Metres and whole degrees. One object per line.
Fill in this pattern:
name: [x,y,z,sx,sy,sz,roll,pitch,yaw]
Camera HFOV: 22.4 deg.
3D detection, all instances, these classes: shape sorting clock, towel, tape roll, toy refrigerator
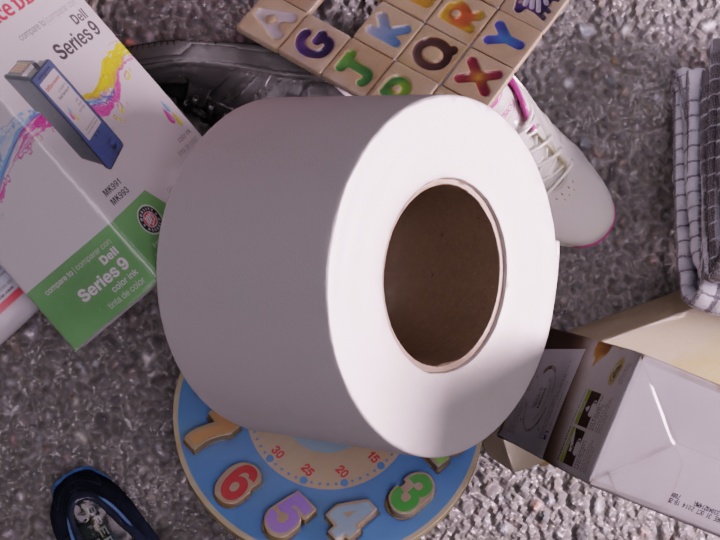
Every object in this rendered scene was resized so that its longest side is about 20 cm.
shape sorting clock: [-0.020,0.089,1.158,0.199,0.039,0.201,2,59,-3]
towel: [0.294,-0.057,1.187,0.165,0.086,0.201,11,61,-10]
tape roll: [0.000,0.000,1.051,0.202,0.139,0.204,-4,96,-48]
toy refrigerator: [0.176,0.070,1.219,0.199,0.076,0.070,-19,97,-9]

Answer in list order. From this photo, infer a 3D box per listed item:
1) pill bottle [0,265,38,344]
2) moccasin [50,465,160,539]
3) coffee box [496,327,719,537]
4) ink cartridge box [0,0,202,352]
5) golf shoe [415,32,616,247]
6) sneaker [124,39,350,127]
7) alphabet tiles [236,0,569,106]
pill bottle: [-0.280,-0.039,1.114,0.109,0.109,0.200,-41,99,-5]
moccasin: [-0.142,0.223,1.175,0.080,0.068,0.200,-38,99,-6]
coffee box: [0.168,0.095,1.079,0.114,0.200,0.080,23,88,-11]
ink cartridge box: [-0.183,-0.076,1.095,0.087,0.145,0.200,-38,98,29]
golf shoe: [0.093,-0.084,1.188,0.200,0.092,0.075,40,85,-11]
sneaker: [-0.059,-0.092,1.175,0.198,0.060,0.105,0,89,-13]
alphabet tiles: [0.046,-0.186,1.154,0.167,0.008,0.200,30,68,19]
